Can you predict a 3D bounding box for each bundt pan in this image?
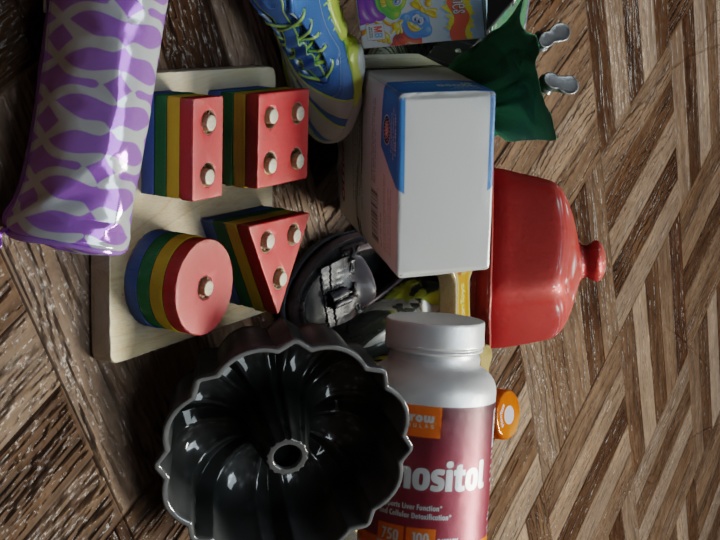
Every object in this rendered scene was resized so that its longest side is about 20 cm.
[{"bbox_3d":[-0.064,0.123,0.955,0.076,0.199,0.205,-117,-166,-58],"label":"bundt pan"}]

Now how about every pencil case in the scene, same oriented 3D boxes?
[{"bbox_3d":[-0.173,-0.109,0.772,0.084,0.084,0.204,8,89,-26],"label":"pencil case"}]

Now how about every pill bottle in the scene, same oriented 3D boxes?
[{"bbox_3d":[0.056,0.141,1.034,0.112,0.111,0.204,-5,99,-60],"label":"pill bottle"}]

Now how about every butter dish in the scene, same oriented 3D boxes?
[{"bbox_3d":[0.189,-0.010,1.313,0.200,0.145,0.203,82,10,-63],"label":"butter dish"}]

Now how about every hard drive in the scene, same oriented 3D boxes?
[{"bbox_3d":[0.112,-0.192,1.206,0.200,0.037,0.141,-51,154,-42],"label":"hard drive"}]

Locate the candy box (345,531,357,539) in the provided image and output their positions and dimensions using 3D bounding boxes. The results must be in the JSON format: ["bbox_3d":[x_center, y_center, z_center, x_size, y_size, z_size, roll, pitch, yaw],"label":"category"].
[{"bbox_3d":[-0.016,0.175,1.156,0.201,0.055,0.117,57,49,-50],"label":"candy box"}]

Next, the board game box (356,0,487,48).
[{"bbox_3d":[0.054,-0.273,1.035,0.201,0.101,0.106,-78,162,-61],"label":"board game box"}]

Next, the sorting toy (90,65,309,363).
[{"bbox_3d":[-0.108,-0.046,0.914,0.199,0.069,0.202,-19,114,-58],"label":"sorting toy"}]

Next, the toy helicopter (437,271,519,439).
[{"bbox_3d":[0.081,0.069,1.137,0.131,0.078,0.204,-3,92,-52],"label":"toy helicopter"}]

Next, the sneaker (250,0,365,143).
[{"bbox_3d":[-0.054,-0.195,0.971,0.105,0.075,0.204,-25,113,-53],"label":"sneaker"}]

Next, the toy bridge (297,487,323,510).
[{"bbox_3d":[-0.002,0.146,1.088,0.200,0.027,0.068,-47,134,-48],"label":"toy bridge"}]

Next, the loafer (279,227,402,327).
[{"bbox_3d":[0.000,0.000,1.126,0.200,0.062,0.073,-37,129,-52],"label":"loafer"}]

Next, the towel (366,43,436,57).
[{"bbox_3d":[0.065,-0.187,1.231,0.194,0.034,0.201,-64,145,-34],"label":"towel"}]

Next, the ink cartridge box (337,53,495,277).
[{"bbox_3d":[0.041,-0.096,1.035,0.083,0.200,0.147,-4,109,-14],"label":"ink cartridge box"}]

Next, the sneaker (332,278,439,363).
[{"bbox_3d":[0.039,0.068,1.198,0.199,0.073,0.086,-24,114,-56],"label":"sneaker"}]

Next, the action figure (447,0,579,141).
[{"bbox_3d":[0.110,-0.151,1.025,0.054,0.199,0.120,-5,87,-23],"label":"action figure"}]
